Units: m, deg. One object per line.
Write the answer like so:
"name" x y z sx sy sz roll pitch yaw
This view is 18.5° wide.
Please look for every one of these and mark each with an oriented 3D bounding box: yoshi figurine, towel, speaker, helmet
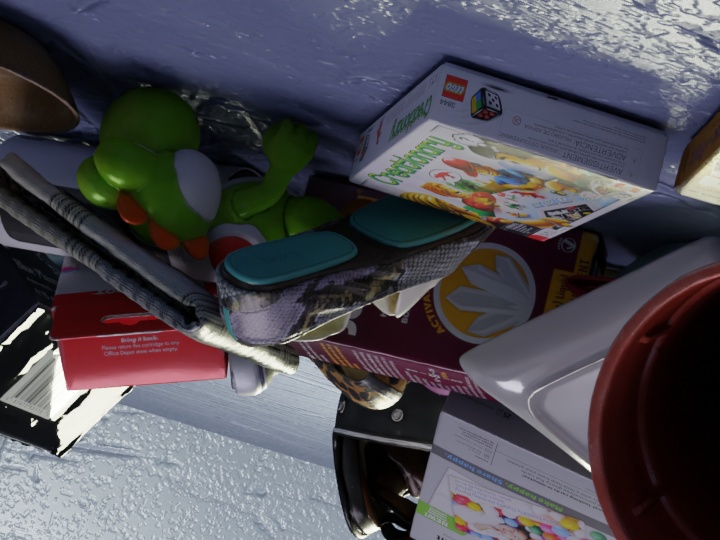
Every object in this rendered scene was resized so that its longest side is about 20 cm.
"yoshi figurine" -0.084 -0.053 1.343 0.199 0.113 0.112 23 -173 -36
"towel" -0.138 -0.007 1.370 0.199 0.035 0.192 33 -179 20
"speaker" -0.161 -0.043 1.523 0.199 0.082 0.081 10 169 29
"helmet" 0.070 0.133 1.843 0.198 0.192 0.200 -4 -156 2

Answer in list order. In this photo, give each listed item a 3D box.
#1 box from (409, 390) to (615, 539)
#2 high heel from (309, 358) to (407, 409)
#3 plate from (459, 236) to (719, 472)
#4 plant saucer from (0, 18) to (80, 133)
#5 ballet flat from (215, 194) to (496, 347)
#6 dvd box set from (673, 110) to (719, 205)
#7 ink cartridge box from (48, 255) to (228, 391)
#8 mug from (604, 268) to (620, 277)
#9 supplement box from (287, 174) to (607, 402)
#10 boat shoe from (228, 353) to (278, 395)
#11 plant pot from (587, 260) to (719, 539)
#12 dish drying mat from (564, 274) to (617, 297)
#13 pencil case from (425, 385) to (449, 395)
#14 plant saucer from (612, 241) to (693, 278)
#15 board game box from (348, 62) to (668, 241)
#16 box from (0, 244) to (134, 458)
"box" 0.121 0.164 1.563 0.155 0.041 0.200 25 150 9
"high heel" -0.043 0.025 1.624 0.200 0.072 0.143 39 -177 3
"plate" 0.194 0.079 1.347 0.199 0.032 0.199 -27 128 33
"plant saucer" -0.258 -0.131 1.305 0.199 0.036 0.200 14 170 2
"ballet flat" 0.000 0.000 1.309 0.199 0.073 0.072 -19 -171 -31
"dvd box set" 0.238 -0.050 1.044 0.145 0.030 0.200 15 171 0
"ink cartridge box" -0.151 0.025 1.552 0.115 0.068 0.200 -5 -155 2
"mug" 0.169 0.073 1.580 0.152 0.188 0.149 15 -163 9
"supplement box" 0.052 0.017 1.451 0.199 0.111 0.086 12 169 12
"boat shoe" -0.061 0.015 1.548 0.062 0.072 0.201 -2 -147 2
"plant pot" 0.244 0.070 1.161 0.199 0.202 0.195 10 -163 22
"dish drying mat" 0.215 0.040 1.410 0.076 0.018 0.199 6 168 44
"pencil case" 0.065 0.039 1.652 0.087 0.088 0.200 13 171 8
"plant saucer" 0.254 0.020 1.394 0.198 0.036 0.200 14 170 3
"board game box" 0.075 -0.061 1.208 0.125 0.035 0.200 17 170 -9
"box" -0.288 0.018 1.686 0.200 0.117 0.197 49 -174 25
